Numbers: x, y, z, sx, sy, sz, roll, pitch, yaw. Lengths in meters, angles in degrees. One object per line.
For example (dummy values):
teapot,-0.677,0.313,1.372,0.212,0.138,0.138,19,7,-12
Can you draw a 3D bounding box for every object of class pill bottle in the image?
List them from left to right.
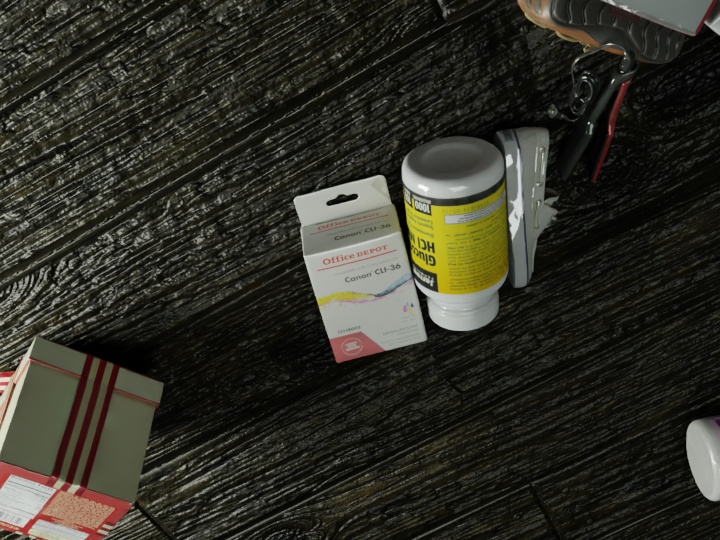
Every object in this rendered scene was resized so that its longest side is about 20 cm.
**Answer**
pill bottle,0.109,-0.037,1.089,0.111,0.113,0.202,-9,123,-1
pill bottle,0.560,0.243,1.329,0.197,0.113,0.113,-10,123,-1

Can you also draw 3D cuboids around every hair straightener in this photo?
hair straightener,0.239,-0.165,1.027,0.076,0.041,0.201,0,150,-6

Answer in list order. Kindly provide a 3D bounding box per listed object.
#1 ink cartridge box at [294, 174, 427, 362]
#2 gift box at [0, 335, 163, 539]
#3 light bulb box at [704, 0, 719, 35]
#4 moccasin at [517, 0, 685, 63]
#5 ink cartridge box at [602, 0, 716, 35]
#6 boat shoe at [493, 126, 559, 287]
ink cartridge box,0.000,0.000,1.126,0.115,0.068,0.202,-15,123,3
gift box,-0.358,0.202,1.145,0.183,0.188,0.200,28,135,-25
light bulb box,0.408,-0.265,0.932,0.199,0.199,0.125,29,117,-22
moccasin,0.249,-0.256,0.993,0.199,0.078,0.075,1,108,-26
ink cartridge box,0.244,-0.330,0.870,0.143,0.201,0.146,16,119,-14
boat shoe,0.194,-0.071,1.109,0.069,0.071,0.202,-11,120,-4
